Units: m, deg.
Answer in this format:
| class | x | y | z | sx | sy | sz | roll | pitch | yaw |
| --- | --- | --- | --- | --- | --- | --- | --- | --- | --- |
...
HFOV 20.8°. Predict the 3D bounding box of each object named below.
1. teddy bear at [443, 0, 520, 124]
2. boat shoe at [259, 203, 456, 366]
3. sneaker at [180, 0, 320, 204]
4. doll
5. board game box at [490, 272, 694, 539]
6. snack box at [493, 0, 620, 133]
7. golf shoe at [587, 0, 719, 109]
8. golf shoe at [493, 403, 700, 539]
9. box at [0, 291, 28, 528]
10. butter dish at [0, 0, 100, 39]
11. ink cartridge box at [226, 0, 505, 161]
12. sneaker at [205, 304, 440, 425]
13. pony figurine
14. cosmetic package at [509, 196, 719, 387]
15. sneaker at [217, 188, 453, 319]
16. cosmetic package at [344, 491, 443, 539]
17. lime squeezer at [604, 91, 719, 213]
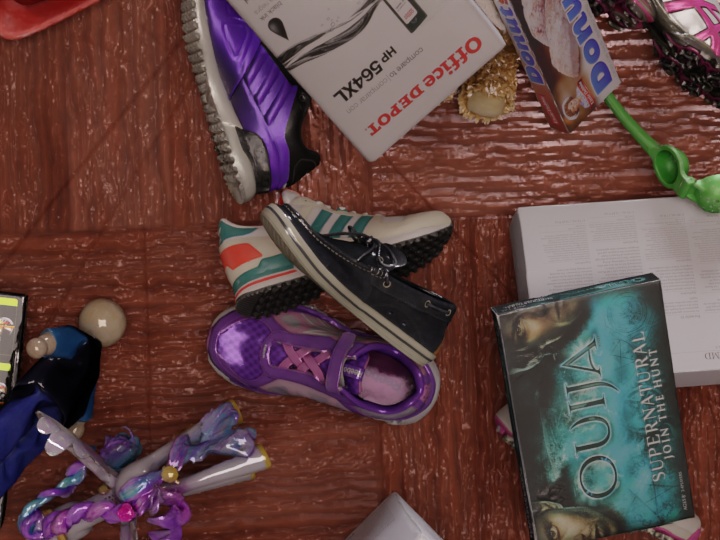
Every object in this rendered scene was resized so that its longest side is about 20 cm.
| class | x | y | z | sx | sy | sz | roll | pitch | yaw |
| --- | --- | --- | --- | --- | --- | --- | --- | --- | --- |
| teddy bear | 0.102 | -0.221 | 1.618 | 0.144 | 0.067 | 0.202 | 1 | 99 | -1 |
| boat shoe | 0.000 | 0.000 | 1.519 | 0.200 | 0.075 | 0.062 | 38 | 90 | -32 |
| sneaker | -0.082 | -0.163 | 1.596 | 0.099 | 0.070 | 0.202 | -16 | 97 | -12 |
| doll | -0.249 | 0.098 | 1.553 | 0.048 | 0.137 | 0.200 | 23 | 57 | 23 |
| board game box | 0.185 | 0.113 | 1.557 | 0.134 | 0.028 | 0.202 | -12 | 103 | -5 |
| snack box | 0.148 | -0.210 | 1.581 | 0.072 | 0.024 | 0.201 | -44 | 127 | -22 |
| golf shoe | 0.272 | -0.213 | 1.625 | 0.200 | 0.073 | 0.092 | 39 | 73 | -13 |
| golf shoe | 0.210 | 0.151 | 1.631 | 0.199 | 0.075 | 0.092 | 34 | 84 | -7 |
| box | -0.376 | 0.104 | 1.578 | 0.198 | 0.048 | 0.195 | 5 | 89 | -7 |
| butter dish | -0.241 | -0.309 | 1.530 | 0.199 | 0.148 | 0.201 | -28 | 95 | -5 |
| ink cartridge box | -0.005 | -0.209 | 1.521 | 0.146 | 0.084 | 0.200 | -40 | 111 | 7 |
| sneaker | -0.027 | 0.075 | 1.594 | 0.198 | 0.088 | 0.081 | 15 | 91 | -5 |
| pony figurine | -0.173 | 0.172 | 1.528 | 0.199 | 0.193 | 0.168 | -24 | 85 | -14 |
| cosmetic package | 0.230 | 0.020 | 1.617 | 0.198 | 0.052 | 0.152 | -3 | 69 | -6 |
| sneaker | -0.023 | -0.033 | 1.600 | 0.198 | 0.070 | 0.094 | -18 | 68 | -17 |
| cosmetic package | 0.063 | 0.300 | 1.554 | 0.123 | 0.200 | 0.199 | -44 | 95 | -3 |
| lime squeezer | 0.276 | -0.089 | 1.615 | 0.199 | 0.038 | 0.071 | 27 | 66 | 8 |
